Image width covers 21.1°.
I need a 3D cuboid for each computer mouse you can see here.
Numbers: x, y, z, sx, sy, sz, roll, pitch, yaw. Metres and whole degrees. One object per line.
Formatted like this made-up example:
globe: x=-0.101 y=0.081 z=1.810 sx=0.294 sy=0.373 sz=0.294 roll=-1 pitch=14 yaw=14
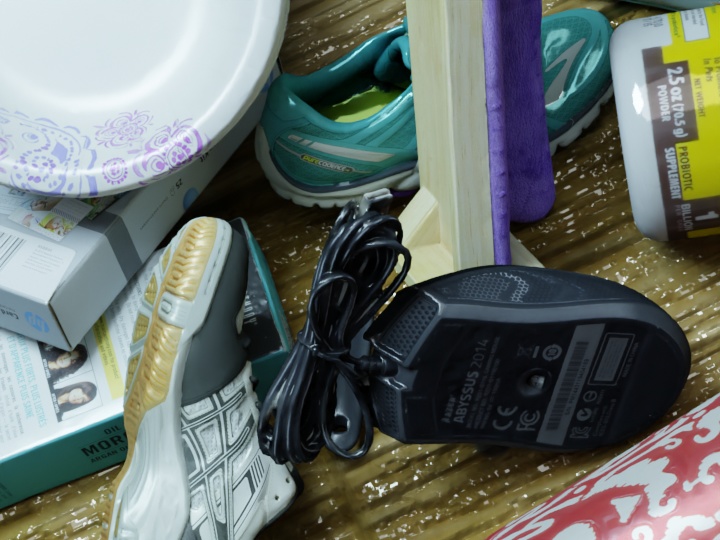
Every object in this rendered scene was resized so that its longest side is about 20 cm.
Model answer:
computer mouse: x=0.056 y=0.031 z=0.886 sx=0.200 sy=0.139 sz=0.053 roll=8 pitch=31 yaw=-22

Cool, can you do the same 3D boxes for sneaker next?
sneaker: x=0.043 y=-0.090 z=0.974 sx=0.200 sy=0.080 sz=0.078 roll=-20 pitch=53 yaw=-13
sneaker: x=-0.067 y=0.076 z=0.902 sx=0.088 sy=0.076 sz=0.200 roll=9 pitch=96 yaw=-15

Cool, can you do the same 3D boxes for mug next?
mug: x=0.165 y=0.120 z=0.805 sx=0.200 sy=0.133 sz=0.178 roll=-29 pitch=17 yaw=3

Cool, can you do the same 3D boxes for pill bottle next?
pill bottle: x=0.224 y=-0.080 z=0.917 sx=0.200 sy=0.109 sz=0.109 roll=-9 pitch=62 yaw=9

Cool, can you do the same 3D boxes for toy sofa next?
toy sofa: x=0.058 y=-0.088 z=0.903 sx=0.098 sy=0.200 sz=0.083 roll=-13 pitch=29 yaw=-15

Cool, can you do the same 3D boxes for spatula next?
spatula: x=0.000 y=0.000 z=0.981 sx=0.057 sy=0.021 sz=0.200 roll=2 pitch=65 yaw=9

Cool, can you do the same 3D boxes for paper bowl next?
paper bowl: x=-0.133 y=-0.138 z=0.924 sx=0.201 sy=0.104 sz=0.201 roll=0 pitch=98 yaw=0

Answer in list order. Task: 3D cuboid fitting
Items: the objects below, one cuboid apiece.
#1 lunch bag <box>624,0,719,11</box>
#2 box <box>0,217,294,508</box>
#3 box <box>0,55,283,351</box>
lunch bag: x=0.156 y=-0.200 z=0.966 sx=0.200 sy=0.160 sz=0.077 roll=13 pitch=67 yaw=18
box: x=-0.134 y=0.052 z=0.971 sx=0.200 sy=0.049 sz=0.082 roll=-21 pitch=60 yaw=2
box: x=-0.157 y=-0.061 z=1.004 sx=0.156 sy=0.041 sz=0.200 roll=17 pitch=55 yaw=28
